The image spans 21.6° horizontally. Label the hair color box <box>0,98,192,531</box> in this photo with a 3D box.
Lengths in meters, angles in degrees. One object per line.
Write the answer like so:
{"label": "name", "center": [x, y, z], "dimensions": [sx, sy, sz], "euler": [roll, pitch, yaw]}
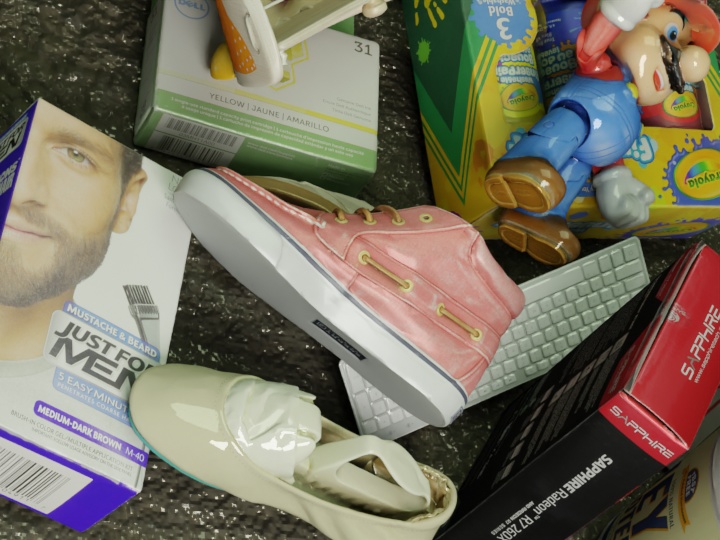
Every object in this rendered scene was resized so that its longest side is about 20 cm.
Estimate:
{"label": "hair color box", "center": [-0.157, 0.021, 0.987], "dimensions": [0.109, 0.065, 0.201], "euler": [29, 46, -26]}

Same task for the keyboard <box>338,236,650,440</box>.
{"label": "keyboard", "center": [0.083, 0.041, 1.092], "dimensions": [0.199, 0.011, 0.057], "euler": [-22, 112, -17]}

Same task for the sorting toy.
{"label": "sorting toy", "center": [-0.044, -0.221, 1.095], "dimensions": [0.200, 0.106, 0.181], "euler": [-34, 109, -40]}

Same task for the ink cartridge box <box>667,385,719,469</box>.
{"label": "ink cartridge box", "center": [0.245, 0.090, 1.135], "dimensions": [0.200, 0.117, 0.067], "euler": [40, 47, 2]}

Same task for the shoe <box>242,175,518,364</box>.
{"label": "shoe", "center": [0.000, 0.000, 1.109], "dimensions": [0.199, 0.070, 0.053], "euler": [28, 20, -13]}

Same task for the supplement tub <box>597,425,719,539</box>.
{"label": "supplement tub", "center": [0.227, 0.153, 1.025], "dimensions": [0.144, 0.200, 0.146], "euler": [15, 52, -19]}

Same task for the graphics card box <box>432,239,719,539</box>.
{"label": "graphics card box", "center": [0.123, 0.083, 1.019], "dimensions": [0.051, 0.200, 0.126], "euler": [39, 47, -5]}

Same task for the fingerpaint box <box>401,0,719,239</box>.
{"label": "fingerpaint box", "center": [0.140, -0.108, 1.222], "dimensions": [0.199, 0.073, 0.168], "euler": [0, 74, -29]}

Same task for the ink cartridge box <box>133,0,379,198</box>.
{"label": "ink cartridge box", "center": [-0.061, -0.148, 1.184], "dimensions": [0.145, 0.048, 0.201], "euler": [15, 55, -18]}

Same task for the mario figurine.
{"label": "mario figurine", "center": [0.159, -0.099, 1.119], "dimensions": [0.106, 0.123, 0.201], "euler": [35, 67, -2]}

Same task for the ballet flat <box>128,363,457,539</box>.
{"label": "ballet flat", "center": [-0.027, 0.093, 0.980], "dimensions": [0.199, 0.069, 0.070], "euler": [31, 45, -33]}

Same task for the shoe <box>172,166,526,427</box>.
{"label": "shoe", "center": [-0.003, -0.010, 1.032], "dimensions": [0.200, 0.071, 0.091], "euler": [40, 73, -11]}
